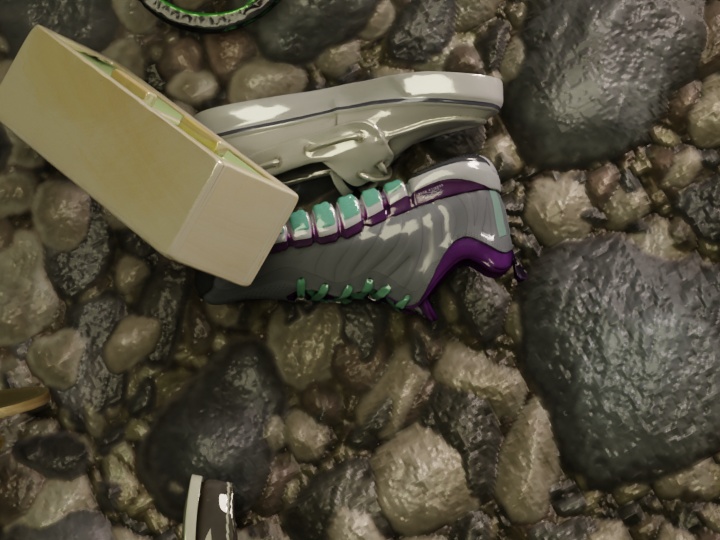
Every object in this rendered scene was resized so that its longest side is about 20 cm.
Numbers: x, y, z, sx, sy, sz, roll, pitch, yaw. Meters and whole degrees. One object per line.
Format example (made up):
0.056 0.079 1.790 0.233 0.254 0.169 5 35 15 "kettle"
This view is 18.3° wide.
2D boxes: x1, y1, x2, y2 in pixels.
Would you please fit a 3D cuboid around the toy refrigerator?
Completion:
-0.132 -0.074 1.346 0.200 0.076 0.070 38 100 40 "toy refrigerator"

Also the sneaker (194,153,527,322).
0.000 0.000 1.365 0.199 0.074 0.088 -20 82 2 "sneaker"

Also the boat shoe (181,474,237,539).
-0.074 0.222 1.332 0.060 0.072 0.203 -3 85 2 "boat shoe"

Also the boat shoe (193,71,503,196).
-0.007 -0.079 1.382 0.198 0.072 0.066 -8 82 7 "boat shoe"

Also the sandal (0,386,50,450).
-0.283 0.125 1.386 0.210 0.078 0.070 -11 97 11 "sandal"

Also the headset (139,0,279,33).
-0.121 -0.246 1.417 0.123 0.094 0.200 -38 88 -2 "headset"
